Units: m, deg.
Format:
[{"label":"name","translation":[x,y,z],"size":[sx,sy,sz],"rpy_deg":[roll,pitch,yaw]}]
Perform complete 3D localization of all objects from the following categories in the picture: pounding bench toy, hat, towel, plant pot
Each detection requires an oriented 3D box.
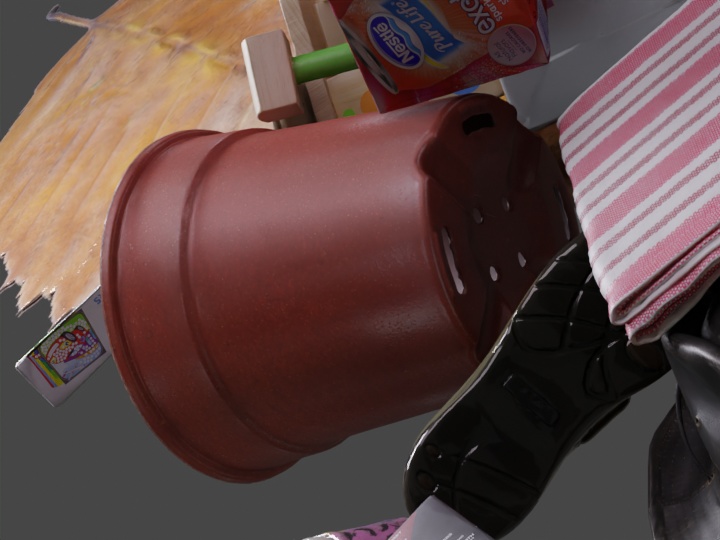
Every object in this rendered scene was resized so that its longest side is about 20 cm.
[{"label":"pounding bench toy","translation":[0.043,-0.131,1.098],"size":[0.155,0.125,0.200],"rpy_deg":[-19,-4,32]},{"label":"hat","translation":[0.175,0.035,0.756],"size":[0.200,0.081,0.201],"rpy_deg":[-34,24,17]},{"label":"towel","translation":[0.157,-0.064,0.821],"size":[0.146,0.030,0.200],"rpy_deg":[-39,25,19]},{"label":"plant pot","translation":[0.000,0.000,0.991],"size":[0.194,0.201,0.201],"rpy_deg":[-14,34,36]}]

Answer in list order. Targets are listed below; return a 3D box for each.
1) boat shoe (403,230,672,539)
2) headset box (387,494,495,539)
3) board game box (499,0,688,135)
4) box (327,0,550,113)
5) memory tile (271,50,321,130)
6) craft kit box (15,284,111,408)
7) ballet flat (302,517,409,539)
[{"label":"boat shoe","translation":[0.094,0.045,0.880],"size":[0.200,0.076,0.074],"rpy_deg":[-44,-6,-2]},{"label":"headset box","translation":[0.029,0.184,0.733],"size":[0.149,0.075,0.200],"rpy_deg":[-45,22,-9]},{"label":"board game box","translation":[0.180,-0.150,1.016],"size":[0.147,0.065,0.200],"rpy_deg":[-22,3,40]},{"label":"box","translation":[0.037,-0.187,0.966],"size":[0.095,0.100,0.201],"rpy_deg":[-15,40,15]},{"label":"memory tile","translation":[0.004,-0.095,1.193],"size":[0.017,0.154,0.201],"rpy_deg":[-16,31,29]},{"label":"craft kit box","translation":[-0.159,0.014,1.331],"size":[0.197,0.049,0.200],"rpy_deg":[-42,3,-8]},{"label":"ballet flat","translation":[-0.055,0.178,0.891],"size":[0.200,0.071,0.069],"rpy_deg":[-43,21,-4]}]
